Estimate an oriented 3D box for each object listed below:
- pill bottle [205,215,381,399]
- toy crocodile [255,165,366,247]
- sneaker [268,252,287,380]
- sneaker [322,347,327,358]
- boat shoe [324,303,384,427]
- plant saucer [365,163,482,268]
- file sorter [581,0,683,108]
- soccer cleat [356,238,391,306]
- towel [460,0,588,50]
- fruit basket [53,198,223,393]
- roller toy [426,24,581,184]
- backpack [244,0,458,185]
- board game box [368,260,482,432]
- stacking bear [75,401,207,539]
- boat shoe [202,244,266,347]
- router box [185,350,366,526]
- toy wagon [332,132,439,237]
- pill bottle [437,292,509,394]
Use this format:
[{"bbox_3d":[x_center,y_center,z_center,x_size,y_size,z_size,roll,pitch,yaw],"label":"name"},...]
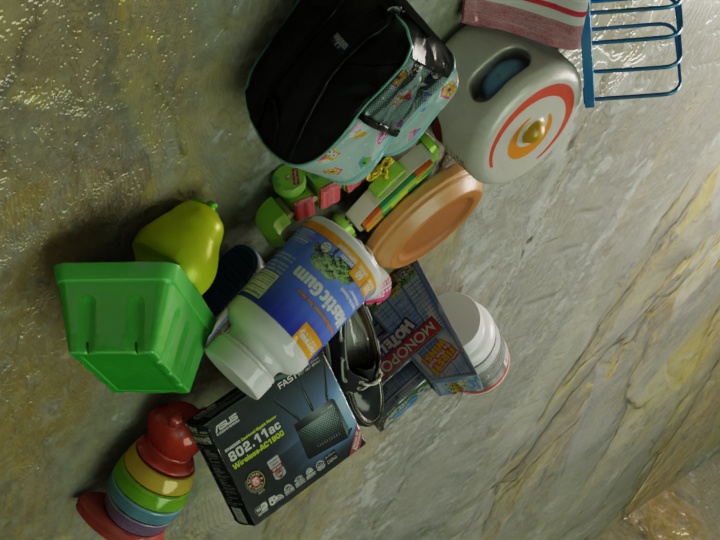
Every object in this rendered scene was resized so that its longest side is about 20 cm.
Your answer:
[{"bbox_3d":[-0.079,0.045,1.467,0.200,0.112,0.112,-48,154,-15],"label":"pill bottle"},{"bbox_3d":[-0.042,-0.103,1.527,0.199,0.062,0.068,-34,152,-18],"label":"toy crocodile"},{"bbox_3d":[-0.098,0.057,1.584,0.083,0.121,0.201,33,91,-26],"label":"sneaker"},{"bbox_3d":[-0.061,0.175,1.789,0.201,0.080,0.075,-53,-169,-13],"label":"sneaker"},{"bbox_3d":[-0.002,0.122,1.725,0.074,0.060,0.202,-25,113,-35],"label":"boat shoe"},{"bbox_3d":[0.090,-0.067,1.730,0.199,0.038,0.200,-37,165,-11],"label":"plant saucer"},{"bbox_3d":[0.320,-0.316,1.546,0.121,0.140,0.201,-2,142,11],"label":"file sorter"},{"bbox_3d":[0.000,0.000,1.636,0.200,0.069,0.087,-23,130,-70],"label":"soccer cleat"},{"bbox_3d":[0.186,-0.334,1.433,0.201,0.143,0.023,91,18,-54],"label":"towel"},{"bbox_3d":[-0.227,0.016,1.400,0.154,0.218,0.216,-1,149,7],"label":"fruit basket"},{"bbox_3d":[0.172,-0.203,1.584,0.181,0.140,0.201,-14,141,-42],"label":"roller toy"},{"bbox_3d":[-0.013,-0.191,1.322,0.200,0.176,0.153,-46,149,14],"label":"backpack"},{"bbox_3d":[0.068,0.120,1.834,0.200,0.200,0.062,-41,154,-5],"label":"board game box"},{"bbox_3d":[-0.265,0.256,1.694,0.121,0.114,0.201,1,126,-53],"label":"stacking bear"},{"bbox_3d":[-0.183,0.061,1.560,0.200,0.072,0.072,-43,154,0],"label":"boat shoe"},{"bbox_3d":[-0.106,0.208,1.672,0.199,0.151,0.062,-33,-165,-29],"label":"router box"},{"bbox_3d":[0.033,-0.101,1.586,0.155,0.040,0.200,-44,178,0],"label":"toy wagon"},{"bbox_3d":[0.163,0.113,2.041,0.116,0.116,0.200,-41,152,-2],"label":"pill bottle"}]
